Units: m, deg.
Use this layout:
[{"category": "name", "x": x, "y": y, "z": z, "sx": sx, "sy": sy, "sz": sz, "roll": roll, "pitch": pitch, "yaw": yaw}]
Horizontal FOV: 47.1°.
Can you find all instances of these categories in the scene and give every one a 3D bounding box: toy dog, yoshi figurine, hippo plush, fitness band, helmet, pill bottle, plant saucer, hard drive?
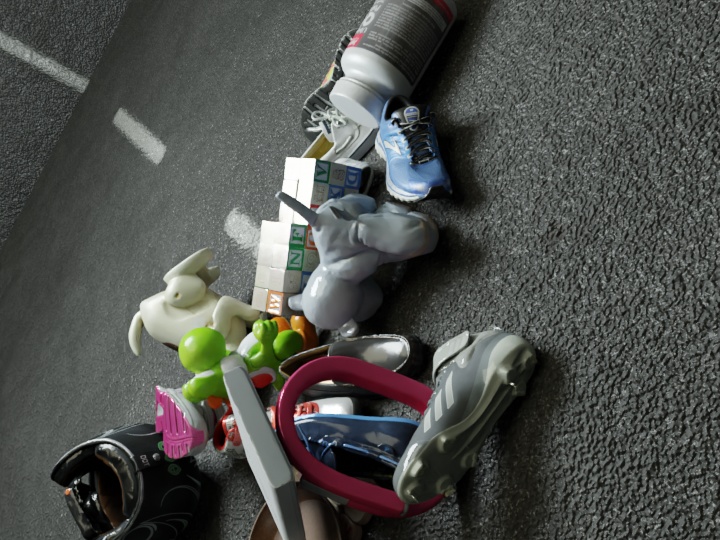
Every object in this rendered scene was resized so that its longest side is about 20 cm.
[{"category": "toy dog", "x": -0.223, "y": 0.098, "z": 1.211, "sx": 0.193, "sy": 0.201, "sz": 0.140, "roll": -34, "pitch": -12, "yaw": -20}, {"category": "yoshi figurine", "x": -0.157, "y": 0.099, "z": 1.086, "sx": 0.112, "sy": 0.199, "sz": 0.113, "roll": 33, "pitch": 127, "yaw": 29}, {"category": "hippo plush", "x": 0.000, "y": 0.000, "z": 1.003, "sx": 0.158, "sy": 0.200, "sz": 0.162, "roll": 18, "pitch": 103, "yaw": 25}, {"category": "fitness band", "x": 0.009, "y": 0.166, "z": 0.836, "sx": 0.037, "sy": 0.198, "sz": 0.145, "roll": 120, "pitch": 170, "yaw": -56}, {"category": "helmet", "x": -0.326, "y": 0.316, "z": 1.186, "sx": 0.198, "sy": 0.191, "sz": 0.202, "roll": -4, "pitch": 78, "yaw": 18}, {"category": "pill bottle", "x": 0.042, "y": -0.303, "z": 1.150, "sx": 0.110, "sy": 0.110, "sz": 0.201, "roll": 19, "pitch": 76, "yaw": 56}, {"category": "plant saucer", "x": -0.069, "y": 0.346, "z": 0.943, "sx": 0.200, "sy": 0.034, "sz": 0.202, "roll": -27, "pitch": 54, "yaw": 45}, {"category": "hard drive", "x": -0.098, "y": 0.204, "z": 0.869, "sx": 0.026, "sy": 0.201, "sz": 0.132, "roll": -22, "pitch": 58, "yaw": -14}]

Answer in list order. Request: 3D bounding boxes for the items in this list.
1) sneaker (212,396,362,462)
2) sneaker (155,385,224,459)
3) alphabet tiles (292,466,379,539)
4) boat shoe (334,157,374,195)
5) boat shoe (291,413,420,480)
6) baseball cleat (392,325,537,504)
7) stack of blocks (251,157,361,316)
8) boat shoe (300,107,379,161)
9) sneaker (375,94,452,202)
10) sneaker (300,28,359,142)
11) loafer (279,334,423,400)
[{"category": "sneaker", "x": -0.097, "y": 0.192, "z": 1.006, "sx": 0.201, "sy": 0.107, "sz": 0.068, "roll": -28, "pitch": 47, "yaw": 41}, {"category": "sneaker", "x": -0.221, "y": 0.193, "z": 1.104, "sx": 0.200, "sy": 0.087, "sz": 0.082, "roll": -163, "pitch": 73, "yaw": -69}, {"category": "alphabet tiles", "x": -0.048, "y": 0.262, "z": 1.005, "sx": 0.200, "sy": 0.015, "sz": 0.197, "roll": 28, "pitch": 91, "yaw": 56}, {"category": "boat shoe", "x": -0.046, "y": -0.066, "z": 1.167, "sx": 0.203, "sy": 0.074, "sz": 0.065, "roll": -60, "pitch": 29, "yaw": -6}, {"category": "boat shoe", "x": -0.021, "y": 0.199, "z": 0.906, "sx": 0.199, "sy": 0.084, "sz": 0.069, "roll": -12, "pitch": 43, "yaw": 32}, {"category": "baseball cleat", "x": 0.091, "y": 0.140, "z": 0.827, "sx": 0.200, "sy": 0.070, "sz": 0.106, "roll": -44, "pitch": 34, "yaw": -15}, {"category": "stack of blocks", "x": -0.070, "y": -0.043, "z": 1.082, "sx": 0.058, "sy": 0.115, "sz": 0.202, "roll": 10, "pitch": 94, "yaw": 43}, {"category": "boat shoe", "x": -0.034, "y": -0.209, "z": 1.228, "sx": 0.202, "sy": 0.086, "sz": 0.075, "roll": -47, "pitch": 39, "yaw": 20}, {"category": "sneaker", "x": 0.062, "y": -0.159, "z": 1.049, "sx": 0.201, "sy": 0.078, "sz": 0.090, "roll": -114, "pitch": 18, "yaw": -48}, {"category": "sneaker", "x": -0.024, "y": -0.286, "z": 1.294, "sx": 0.201, "sy": 0.078, "sz": 0.090, "roll": -55, "pitch": 3, "yaw": 26}, {"category": "loafer", "x": -0.014, "y": 0.116, "z": 0.992, "sx": 0.199, "sy": 0.072, "sz": 0.073, "roll": -23, "pitch": 57, "yaw": 37}]
